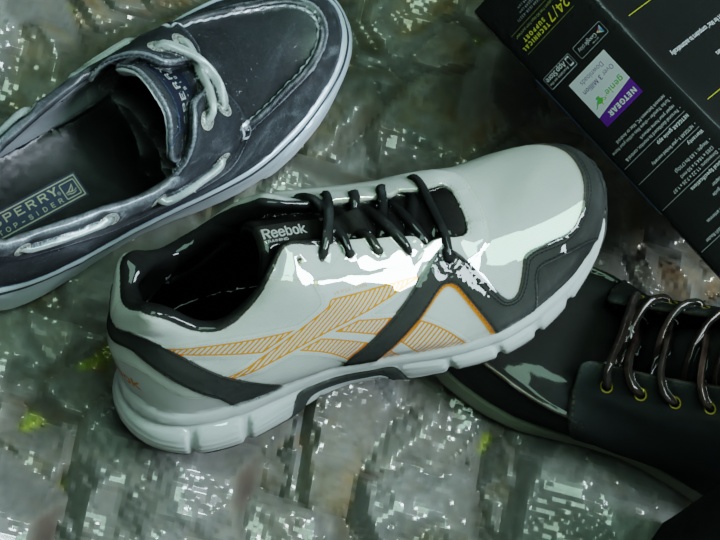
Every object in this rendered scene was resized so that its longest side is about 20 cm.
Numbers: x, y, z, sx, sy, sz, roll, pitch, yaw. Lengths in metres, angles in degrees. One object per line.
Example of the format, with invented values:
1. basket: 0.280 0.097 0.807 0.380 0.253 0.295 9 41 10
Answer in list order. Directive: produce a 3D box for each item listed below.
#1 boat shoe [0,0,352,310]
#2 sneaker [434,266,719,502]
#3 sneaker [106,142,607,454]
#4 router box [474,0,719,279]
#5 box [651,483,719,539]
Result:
1. boat shoe: -0.078 -0.058 0.981 0.200 0.068 0.072 -32 82 -25
2. sneaker: 0.116 0.029 0.988 0.200 0.106 0.075 26 65 -7
3. sneaker: 0.000 0.000 0.947 0.200 0.080 0.074 -24 52 -10
4. router box: 0.154 -0.095 1.037 0.149 0.051 0.200 48 40 5
5. box: 0.137 0.190 0.925 0.148 0.124 0.200 38 63 0
